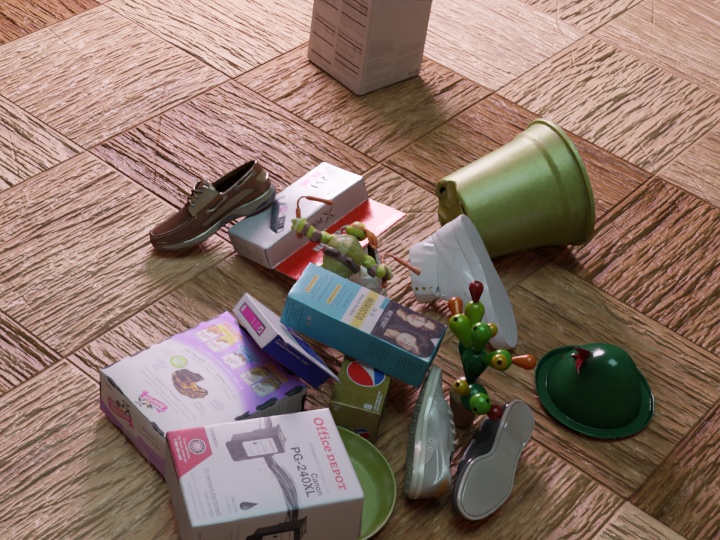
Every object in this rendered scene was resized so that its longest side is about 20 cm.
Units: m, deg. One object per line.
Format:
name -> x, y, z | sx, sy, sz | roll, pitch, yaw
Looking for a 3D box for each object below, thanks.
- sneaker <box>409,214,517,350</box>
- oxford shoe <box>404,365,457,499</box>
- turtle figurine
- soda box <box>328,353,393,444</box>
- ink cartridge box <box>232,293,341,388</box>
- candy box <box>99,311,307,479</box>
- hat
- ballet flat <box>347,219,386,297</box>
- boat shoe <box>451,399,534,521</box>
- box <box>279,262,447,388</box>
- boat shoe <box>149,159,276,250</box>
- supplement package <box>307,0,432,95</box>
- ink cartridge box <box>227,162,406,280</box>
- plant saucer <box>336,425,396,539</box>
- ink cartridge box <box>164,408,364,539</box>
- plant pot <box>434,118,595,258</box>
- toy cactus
sneaker -> 0.138, 0.037, 1.867 | 0.074, 0.115, 0.201 | 13, 52, -61
oxford shoe -> 0.091, 0.203, 1.645 | 0.057, 0.076, 0.201 | 12, 42, -4
turtle figurine -> -0.023, -0.001, 1.798 | 0.199, 0.064, 0.162 | 32, 76, -12
soda box -> 0.009, 0.132, 1.721 | 0.067, 0.064, 0.201 | 14, 38, 4
ink cartridge box -> -0.095, 0.093, 1.678 | 0.095, 0.037, 0.200 | 39, -1, -25
candy box -> -0.196, 0.156, 1.646 | 0.199, 0.072, 0.168 | -24, 49, -35
hat -> 0.323, 0.104, 1.724 | 0.164, 0.177, 0.201 | 4, 39, -5
ballet flat -> 0.000, 0.000, 1.883 | 0.071, 0.072, 0.201 | 1, 40, -9
boat shoe -> 0.156, 0.239, 1.636 | 0.067, 0.057, 0.200 | 47, 46, -10
box -> 0.004, 0.069, 1.698 | 0.199, 0.049, 0.082 | 24, 39, 7
boat shoe -> -0.220, -0.097, 1.920 | 0.199, 0.072, 0.076 | -30, 30, -15
supplement package -> 0.017, -0.444, 2.323 | 0.151, 0.201, 0.150 | -24, 49, -35
ink cartridge box -> -0.063, -0.069, 1.908 | 0.200, 0.044, 0.173 | -37, 39, -27
plant saucer -> -0.057, 0.261, 1.576 | 0.198, 0.031, 0.201 | 5, 40, -4
ink cartridge box -> -0.109, 0.243, 1.498 | 0.198, 0.084, 0.146 | -7, 41, -18
plant pot -> 0.218, -0.101, 1.970 | 0.183, 0.201, 0.201 | -21, 46, -16
toy cactus -> 0.149, 0.126, 1.674 | 0.101, 0.166, 0.201 | 0, 40, -12
